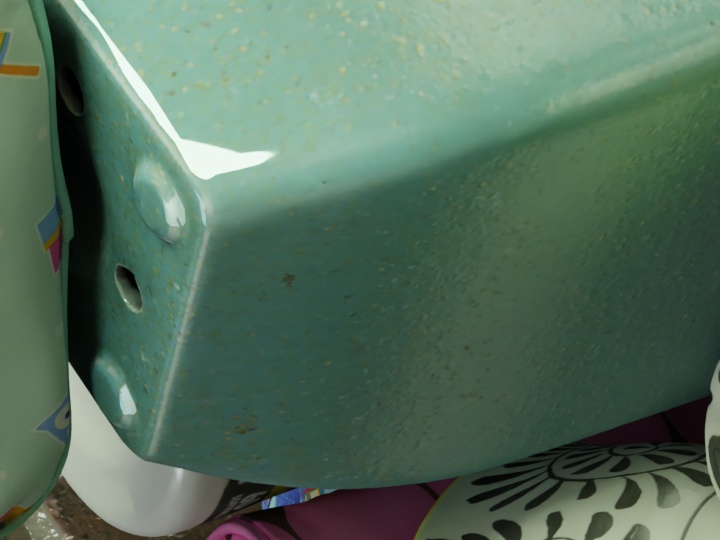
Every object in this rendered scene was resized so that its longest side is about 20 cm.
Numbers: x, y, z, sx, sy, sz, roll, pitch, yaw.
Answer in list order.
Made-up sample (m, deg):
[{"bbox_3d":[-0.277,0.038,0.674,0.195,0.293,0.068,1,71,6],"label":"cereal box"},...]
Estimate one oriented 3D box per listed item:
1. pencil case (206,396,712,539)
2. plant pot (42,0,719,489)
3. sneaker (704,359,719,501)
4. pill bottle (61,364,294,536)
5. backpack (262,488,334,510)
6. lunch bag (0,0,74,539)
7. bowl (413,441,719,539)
[{"bbox_3d":[0.033,0.097,0.945,0.093,0.199,0.091,-17,86,49],"label":"pencil case"},{"bbox_3d":[0.001,-0.057,0.783,0.197,0.199,0.196,53,151,23],"label":"plant pot"},{"bbox_3d":[0.184,0.051,0.778,0.200,0.083,0.081,25,118,42],"label":"sneaker"},{"bbox_3d":[0.000,0.000,0.931,0.114,0.199,0.115,34,133,46],"label":"pill bottle"},{"bbox_3d":[0.031,0.111,1.127,0.200,0.134,0.183,50,-154,-60],"label":"backpack"},{"bbox_3d":[-0.151,0.001,0.708,0.077,0.160,0.201,41,145,38],"label":"lunch bag"},{"bbox_3d":[0.113,0.124,0.851,0.094,0.201,0.201,-34,89,40],"label":"bowl"}]
